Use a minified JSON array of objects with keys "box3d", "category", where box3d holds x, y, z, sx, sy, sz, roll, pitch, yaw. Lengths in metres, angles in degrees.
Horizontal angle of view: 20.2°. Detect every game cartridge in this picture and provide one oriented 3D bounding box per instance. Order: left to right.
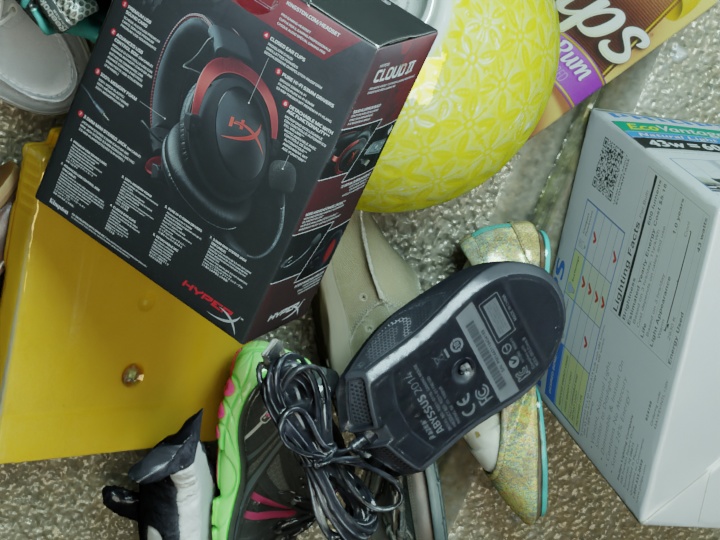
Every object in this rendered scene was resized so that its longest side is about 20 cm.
[{"box3d":[-0.135,0.013,1.202,0.175,0.032,0.202,-2,112,-40],"category":"game cartridge"}]

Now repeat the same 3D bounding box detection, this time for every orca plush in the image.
[{"box3d":[-0.130,0.154,1.246,0.070,0.200,0.106,9,68,7],"category":"orca plush"}]

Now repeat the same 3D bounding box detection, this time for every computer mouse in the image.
[{"box3d":[0.033,0.059,1.212,0.199,0.053,0.139,-33,117,-16],"category":"computer mouse"}]

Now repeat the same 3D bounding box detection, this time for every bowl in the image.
[{"box3d":[0.009,-0.139,1.119,0.198,0.108,0.202,-1,81,8],"category":"bowl"}]

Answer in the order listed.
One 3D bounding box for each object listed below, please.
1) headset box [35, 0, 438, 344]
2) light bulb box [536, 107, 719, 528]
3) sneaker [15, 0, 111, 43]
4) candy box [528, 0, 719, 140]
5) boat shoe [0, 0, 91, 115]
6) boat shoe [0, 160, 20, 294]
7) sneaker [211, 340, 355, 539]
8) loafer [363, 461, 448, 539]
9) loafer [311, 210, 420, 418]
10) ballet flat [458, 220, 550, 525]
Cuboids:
[{"box3d":[-0.063,-0.089,1.050,0.148,0.075,0.201,33,115,17],"category":"headset box"},{"box3d":[0.208,0.026,1.234,0.124,0.200,0.200,6,109,-17],"category":"light bulb box"},{"box3d":[-0.169,-0.173,1.080,0.077,0.092,0.199,-34,147,27],"category":"sneaker"},{"box3d":[0.103,-0.156,1.217,0.199,0.056,0.117,-37,113,0],"category":"candy box"},{"box3d":[-0.222,-0.159,1.127,0.072,0.069,0.200,-36,114,2],"category":"boat shoe"},{"box3d":[-0.247,0.025,1.193,0.070,0.070,0.200,40,106,-17],"category":"boat shoe"},{"box3d":[-0.047,0.137,1.258,0.083,0.077,0.201,9,128,7],"category":"sneaker"},{"box3d":[0.026,0.178,1.321,0.062,0.072,0.201,-11,115,-3],"category":"loafer"},{"box3d":[0.000,0.000,1.245,0.068,0.076,0.201,-14,123,-10],"category":"loafer"},{"box3d":[0.085,0.067,1.294,0.070,0.071,0.202,-4,106,-12],"category":"ballet flat"}]
